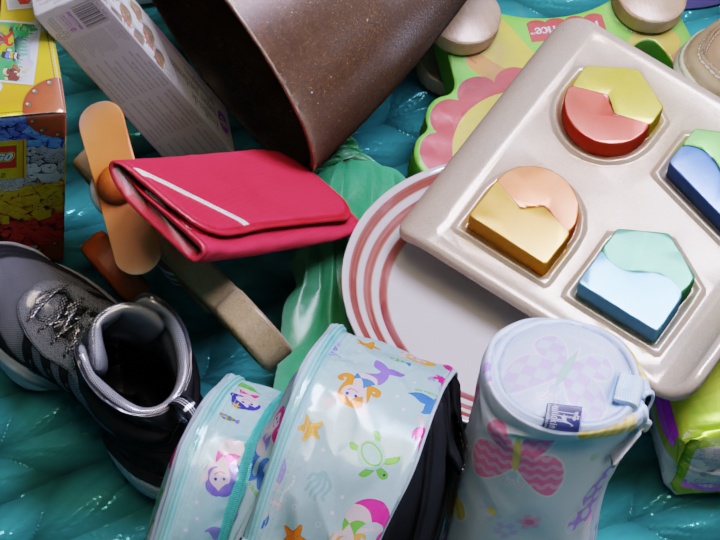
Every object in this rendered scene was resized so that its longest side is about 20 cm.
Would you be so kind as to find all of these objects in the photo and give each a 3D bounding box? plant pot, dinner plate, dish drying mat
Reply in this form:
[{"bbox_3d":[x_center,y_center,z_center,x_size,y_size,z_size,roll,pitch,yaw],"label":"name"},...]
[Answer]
[{"bbox_3d":[-0.007,-0.190,1.555,0.200,0.187,0.187,-36,66,-12],"label":"plant pot"},{"bbox_3d":[0.087,0.017,1.488,0.200,0.024,0.200,4,49,-5],"label":"dinner plate"},{"bbox_3d":[-0.065,-0.040,1.438,0.077,0.018,0.200,41,20,16],"label":"dish drying mat"}]

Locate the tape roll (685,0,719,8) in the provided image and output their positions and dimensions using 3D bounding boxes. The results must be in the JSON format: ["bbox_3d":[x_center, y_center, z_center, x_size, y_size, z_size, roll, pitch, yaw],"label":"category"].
[{"bbox_3d":[0.206,-0.277,1.738,0.200,0.085,0.200,4,54,-6],"label":"tape roll"}]

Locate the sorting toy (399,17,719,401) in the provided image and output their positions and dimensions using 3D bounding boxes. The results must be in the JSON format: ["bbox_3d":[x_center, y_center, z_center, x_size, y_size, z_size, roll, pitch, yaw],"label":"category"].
[{"bbox_3d":[0.150,-0.043,1.486,0.200,0.036,0.185,30,65,18],"label":"sorting toy"}]

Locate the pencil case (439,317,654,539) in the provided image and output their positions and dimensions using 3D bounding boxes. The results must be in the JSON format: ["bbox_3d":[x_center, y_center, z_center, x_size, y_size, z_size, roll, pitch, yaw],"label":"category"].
[{"bbox_3d":[0.093,0.116,1.380,0.091,0.200,0.083,7,44,-6],"label":"pencil case"}]

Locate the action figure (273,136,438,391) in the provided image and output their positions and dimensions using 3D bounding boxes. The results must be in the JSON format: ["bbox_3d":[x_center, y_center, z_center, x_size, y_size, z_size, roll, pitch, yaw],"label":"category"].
[{"bbox_3d":[0.000,0.000,1.535,0.118,0.055,0.200,-1,54,-7],"label":"action figure"}]

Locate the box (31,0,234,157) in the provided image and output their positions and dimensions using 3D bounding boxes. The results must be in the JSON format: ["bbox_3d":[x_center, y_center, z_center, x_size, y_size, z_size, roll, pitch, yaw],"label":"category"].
[{"bbox_3d":[-0.132,-0.121,1.516,0.041,0.200,0.039,-21,58,13],"label":"box"}]

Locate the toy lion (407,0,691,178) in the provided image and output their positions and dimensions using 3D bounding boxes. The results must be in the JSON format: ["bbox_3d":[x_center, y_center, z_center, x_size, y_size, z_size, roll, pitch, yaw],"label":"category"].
[{"bbox_3d":[0.124,-0.088,1.615,0.200,0.069,0.192,-8,64,-14],"label":"toy lion"}]

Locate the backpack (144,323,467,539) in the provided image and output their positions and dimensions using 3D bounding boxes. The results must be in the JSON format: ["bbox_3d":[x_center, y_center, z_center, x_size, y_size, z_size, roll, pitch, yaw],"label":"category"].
[{"bbox_3d":[-0.026,0.126,1.335,0.150,0.200,0.178,25,13,5],"label":"backpack"}]

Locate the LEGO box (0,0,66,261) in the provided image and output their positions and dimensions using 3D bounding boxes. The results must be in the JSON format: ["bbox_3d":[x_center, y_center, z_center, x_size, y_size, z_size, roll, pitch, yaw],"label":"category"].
[{"bbox_3d":[-0.224,-0.124,1.532,0.077,0.149,0.200,-6,57,-11],"label":"LEGO box"}]

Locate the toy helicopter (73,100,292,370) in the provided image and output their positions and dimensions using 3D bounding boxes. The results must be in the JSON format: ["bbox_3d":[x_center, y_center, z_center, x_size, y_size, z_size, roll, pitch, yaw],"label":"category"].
[{"bbox_3d":[-0.102,-0.013,1.448,0.079,0.132,0.200,-40,46,-7],"label":"toy helicopter"}]

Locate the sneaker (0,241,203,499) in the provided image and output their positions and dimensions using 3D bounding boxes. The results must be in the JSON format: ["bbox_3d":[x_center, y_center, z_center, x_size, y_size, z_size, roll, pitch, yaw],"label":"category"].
[{"bbox_3d":[-0.150,0.036,1.449,0.075,0.114,0.200,-40,70,-21],"label":"sneaker"}]

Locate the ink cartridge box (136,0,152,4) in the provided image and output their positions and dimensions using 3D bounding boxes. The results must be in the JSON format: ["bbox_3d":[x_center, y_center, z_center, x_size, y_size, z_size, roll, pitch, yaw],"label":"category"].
[{"bbox_3d":[-0.112,-0.275,1.654,0.200,0.147,0.146,-11,57,-15],"label":"ink cartridge box"}]

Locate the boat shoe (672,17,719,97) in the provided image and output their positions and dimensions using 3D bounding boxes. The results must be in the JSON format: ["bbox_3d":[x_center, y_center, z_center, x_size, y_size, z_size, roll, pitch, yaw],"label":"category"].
[{"bbox_3d":[0.262,-0.149,1.625,0.074,0.066,0.200,44,37,10],"label":"boat shoe"}]

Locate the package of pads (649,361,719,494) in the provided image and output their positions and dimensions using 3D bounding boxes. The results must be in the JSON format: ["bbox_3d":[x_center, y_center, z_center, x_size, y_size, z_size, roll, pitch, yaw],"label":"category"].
[{"bbox_3d":[0.260,0.050,1.527,0.200,0.068,0.155,-5,55,-10],"label":"package of pads"}]
